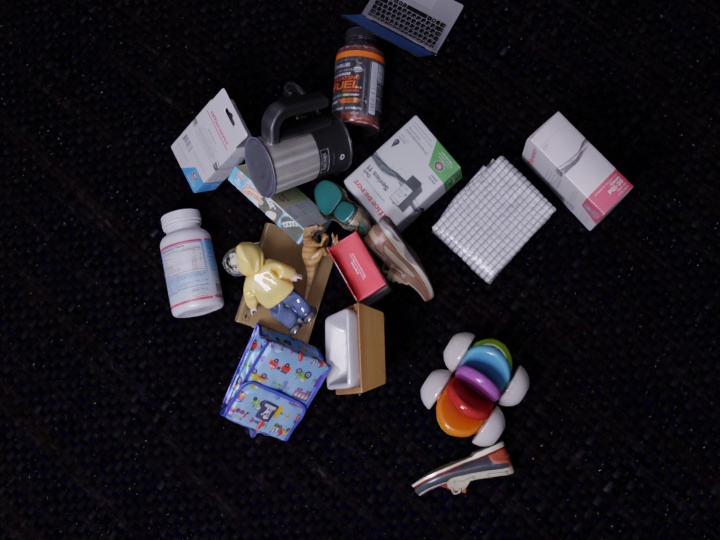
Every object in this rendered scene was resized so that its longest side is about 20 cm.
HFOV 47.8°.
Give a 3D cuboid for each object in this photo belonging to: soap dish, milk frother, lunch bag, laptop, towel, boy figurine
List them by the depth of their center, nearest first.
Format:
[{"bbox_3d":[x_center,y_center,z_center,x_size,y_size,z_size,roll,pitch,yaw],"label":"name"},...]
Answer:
[{"bbox_3d":[-0.010,0.153,1.544,0.079,0.200,0.162,0,81,-16],"label":"soap dish"},{"bbox_3d":[-0.174,0.032,1.551,0.124,0.065,0.201,-40,104,12],"label":"boy figurine"},{"bbox_3d":[-0.173,0.231,1.582,0.148,0.094,0.203,24,99,-26],"label":"lunch bag"},{"bbox_3d":[0.259,-0.100,1.591,0.165,0.086,0.200,43,91,12],"label":"towel"},{"bbox_3d":[-0.146,-0.265,1.599,0.185,0.198,0.185,-22,116,-30],"label":"milk frother"},{"bbox_3d":[0.088,-0.523,1.637,0.185,0.116,0.203,29,80,9],"label":"laptop"}]

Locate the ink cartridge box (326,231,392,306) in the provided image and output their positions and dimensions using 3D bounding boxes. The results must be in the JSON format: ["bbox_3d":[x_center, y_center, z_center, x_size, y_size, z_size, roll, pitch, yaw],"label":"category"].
[{"bbox_3d":[0.000,0.000,1.550,0.066,0.200,0.118,-31,82,2],"label":"ink cartridge box"}]

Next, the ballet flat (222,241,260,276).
[{"bbox_3d":[-0.188,-0.029,1.648,0.195,0.072,0.074,-12,81,6],"label":"ballet flat"}]

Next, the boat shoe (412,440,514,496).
[{"bbox_3d":[0.194,0.390,1.545,0.196,0.071,0.064,-23,83,0],"label":"boat shoe"}]

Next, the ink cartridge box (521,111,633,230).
[{"bbox_3d":[0.408,-0.188,1.548,0.083,0.147,0.201,-41,80,-1],"label":"ink cartridge box"}]

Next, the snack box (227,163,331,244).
[{"bbox_3d":[-0.160,-0.142,1.633,0.199,0.116,0.037,42,118,10],"label":"snack box"}]

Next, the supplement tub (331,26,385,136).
[{"bbox_3d":[-0.003,-0.383,1.649,0.104,0.107,0.206,3,83,8],"label":"supplement tub"}]

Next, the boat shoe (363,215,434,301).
[{"bbox_3d":[0.075,-0.014,1.577,0.071,0.076,0.201,-33,115,9],"label":"boat shoe"}]

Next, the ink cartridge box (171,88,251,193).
[{"bbox_3d":[-0.287,-0.262,1.643,0.199,0.066,0.118,-36,77,35],"label":"ink cartridge box"}]

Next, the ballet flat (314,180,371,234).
[{"bbox_3d":[-0.033,-0.116,1.617,0.068,0.200,0.075,-49,123,2],"label":"ballet flat"}]

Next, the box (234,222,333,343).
[{"bbox_3d":[-0.146,0.028,1.616,0.161,0.021,0.205,21,84,-27],"label":"box"}]

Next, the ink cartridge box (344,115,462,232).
[{"bbox_3d":[0.084,-0.182,1.622,0.199,0.083,0.147,-42,79,2],"label":"ink cartridge box"}]

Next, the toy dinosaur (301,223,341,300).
[{"bbox_3d":[-0.093,-0.027,1.590,0.060,0.203,0.106,32,50,30],"label":"toy dinosaur"}]

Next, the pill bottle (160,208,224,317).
[{"bbox_3d":[-0.346,-0.015,1.646,0.106,0.109,0.205,-14,81,5],"label":"pill bottle"}]

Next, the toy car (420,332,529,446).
[{"bbox_3d":[0.214,0.220,1.520,0.173,0.150,0.202,33,88,11],"label":"toy car"}]
